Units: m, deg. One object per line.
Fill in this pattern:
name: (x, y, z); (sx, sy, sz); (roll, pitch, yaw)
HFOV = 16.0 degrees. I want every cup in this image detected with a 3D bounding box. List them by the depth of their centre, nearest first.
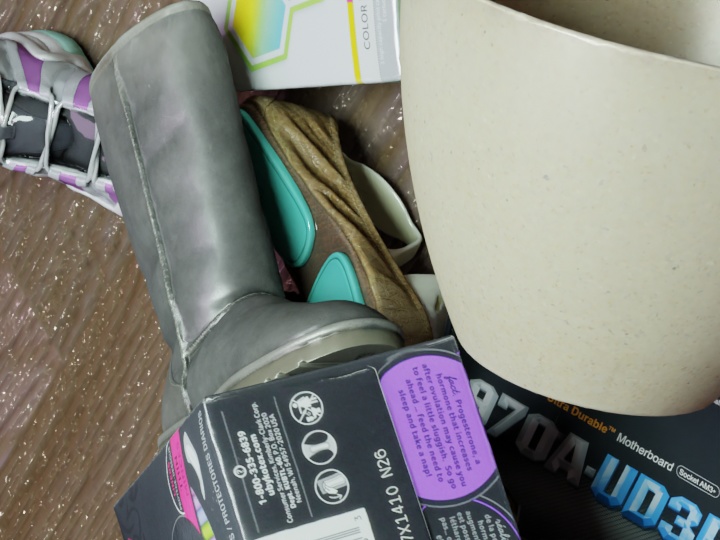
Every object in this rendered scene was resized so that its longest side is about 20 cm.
cup: (0.099, -0.032, 0.945); (0.200, 0.199, 0.144); (30, 115, 42)

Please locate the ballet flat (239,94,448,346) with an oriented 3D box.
ballet flat: (0.000, 0.000, 1.152); (0.201, 0.072, 0.068); (63, 144, 34)

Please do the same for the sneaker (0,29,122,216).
sneaker: (-0.171, -0.069, 1.286); (0.199, 0.139, 0.078); (23, 111, 45)

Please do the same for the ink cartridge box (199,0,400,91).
ink cartridge box: (-0.030, -0.136, 1.184); (0.199, 0.059, 0.105); (2, 96, 48)

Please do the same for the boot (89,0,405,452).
boot: (-0.054, -0.024, 1.119); (0.181, 0.072, 0.202); (-29, 59, 48)

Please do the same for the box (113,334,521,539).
box: (-0.019, 0.117, 1.013); (0.200, 0.105, 0.123); (130, 125, -67)

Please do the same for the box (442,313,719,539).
box: (0.110, 0.084, 1.060); (0.200, 0.046, 0.160); (30, 116, 42)

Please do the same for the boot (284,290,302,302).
boot: (-0.041, 0.119, 1.179); (0.200, 0.076, 0.169); (-114, 37, -57)
